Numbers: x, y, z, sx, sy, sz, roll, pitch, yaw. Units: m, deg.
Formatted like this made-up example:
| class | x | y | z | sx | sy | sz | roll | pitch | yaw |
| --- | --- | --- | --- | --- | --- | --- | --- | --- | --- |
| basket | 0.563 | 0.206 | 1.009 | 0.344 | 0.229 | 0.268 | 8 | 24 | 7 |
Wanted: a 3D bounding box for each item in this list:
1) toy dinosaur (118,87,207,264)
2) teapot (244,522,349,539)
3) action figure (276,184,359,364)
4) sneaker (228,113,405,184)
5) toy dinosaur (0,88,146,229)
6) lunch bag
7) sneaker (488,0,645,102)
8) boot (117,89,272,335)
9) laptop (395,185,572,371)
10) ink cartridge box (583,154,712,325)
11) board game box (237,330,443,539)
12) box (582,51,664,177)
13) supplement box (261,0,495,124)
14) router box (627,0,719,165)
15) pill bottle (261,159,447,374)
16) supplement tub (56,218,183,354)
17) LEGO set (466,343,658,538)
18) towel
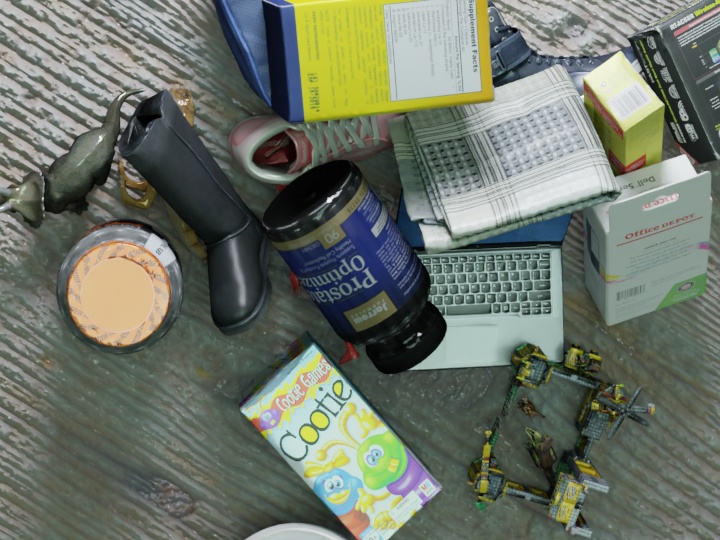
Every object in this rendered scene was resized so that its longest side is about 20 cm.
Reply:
| class | x | y | z | sx | sy | sz | roll | pitch | yaw |
| --- | --- | --- | --- | --- | --- | --- | --- | --- | --- |
| toy dinosaur | -0.192 | -0.084 | 1.687 | 0.105 | 0.060 | 0.203 | -6 | 95 | -8 |
| teapot | -0.067 | 0.366 | 1.700 | 0.198 | 0.146 | 0.199 | 14 | 63 | 9 |
| action figure | -0.040 | -0.004 | 1.711 | 0.065 | 0.052 | 0.202 | -21 | 87 | -29 |
| sneaker | -0.033 | -0.133 | 1.675 | 0.198 | 0.105 | 0.076 | -13 | 107 | -5 |
| toy dinosaur | -0.279 | -0.101 | 1.654 | 0.199 | 0.102 | 0.077 | -35 | 98 | -2 |
| lunch bag | -0.075 | -0.265 | 1.649 | 0.135 | 0.132 | 0.202 | -24 | 106 | -7 |
| sneaker | 0.187 | -0.226 | 1.711 | 0.201 | 0.077 | 0.147 | -25 | 100 | -3 |
| boot | -0.161 | -0.055 | 1.612 | 0.065 | 0.166 | 0.201 | -23 | 125 | 15 |
| laptop | 0.129 | 0.007 | 1.703 | 0.185 | 0.116 | 0.203 | -2 | 95 | -6 |
| ink cartridge box | 0.290 | -0.042 | 1.682 | 0.116 | 0.201 | 0.068 | -18 | 53 | -6 |
| board game box | -0.024 | 0.175 | 1.705 | 0.103 | 0.105 | 0.200 | -41 | 97 | -1 |
| box | 0.263 | -0.140 | 1.660 | 0.050 | 0.200 | 0.076 | -34 | 72 | -4 |
| supplement box | 0.016 | -0.207 | 1.556 | 0.198 | 0.110 | 0.110 | -7 | 104 | -10 |
| router box | 0.391 | -0.219 | 1.714 | 0.199 | 0.062 | 0.151 | -29 | 98 | -22 |
| pill bottle | 0.000 | 0.000 | 1.624 | 0.111 | 0.112 | 0.201 | -36 | 113 | -3 |
| supplement tub | -0.233 | 0.014 | 1.619 | 0.121 | 0.200 | 0.124 | -1 | 94 | -7 |
| LEGO set | 0.201 | 0.181 | 1.715 | 0.153 | 0.116 | 0.201 | 26 | 98 | -10 |
| towel | 0.131 | -0.113 | 1.605 | 0.198 | 0.194 | 0.035 | -17 | 138 | 2 |
